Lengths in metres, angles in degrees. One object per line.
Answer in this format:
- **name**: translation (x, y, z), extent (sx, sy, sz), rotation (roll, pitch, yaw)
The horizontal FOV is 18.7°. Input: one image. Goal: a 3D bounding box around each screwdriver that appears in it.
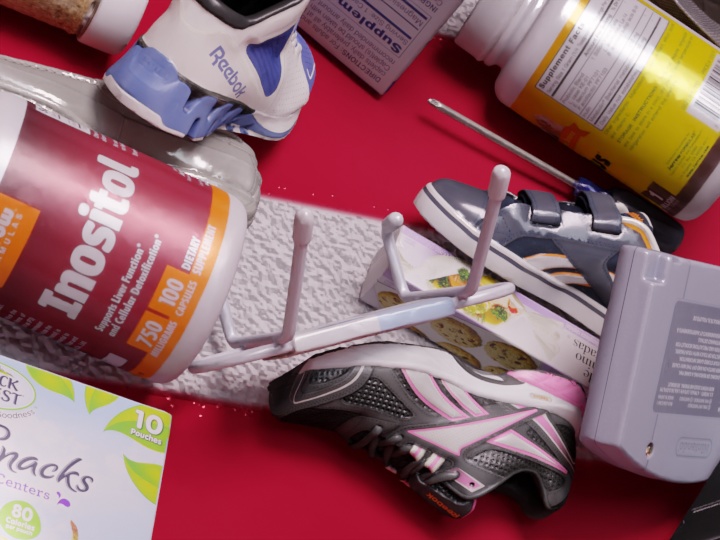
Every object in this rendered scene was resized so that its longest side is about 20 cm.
- **screwdriver**: translation (0.128, -0.066, 1.444), extent (0.199, 0.028, 0.029), rotation (30, 20, -10)

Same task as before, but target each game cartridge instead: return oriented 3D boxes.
- **game cartridge**: translation (0.196, 0.060, 1.322), extent (0.199, 0.040, 0.135), rotation (11, 88, -56)

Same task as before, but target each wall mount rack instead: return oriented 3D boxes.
- **wall mount rack**: translation (0.000, 0.000, 1.201), extent (0.198, 0.174, 0.075), rotation (-14, 90, -22)

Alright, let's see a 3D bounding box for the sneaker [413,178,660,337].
- **sneaker**: translation (0.130, -0.018, 1.368), extent (0.199, 0.080, 0.079), rotation (30, 12, -18)

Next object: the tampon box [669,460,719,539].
- **tampon box**: translation (0.307, 0.186, 1.287), extent (0.200, 0.149, 0.126), rotation (51, 50, -10)

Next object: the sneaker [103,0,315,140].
- **sneaker**: translation (-0.060, -0.141, 1.273), extent (0.080, 0.115, 0.199), rotation (41, 19, 10)

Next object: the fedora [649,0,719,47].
- **fedora**: translation (0.232, -0.199, 1.543), extent (0.199, 0.090, 0.178), rotation (-28, 80, -48)

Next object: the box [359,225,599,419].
- **box**: translation (0.095, 0.042, 1.347), extent (0.199, 0.041, 0.039), rotation (31, 52, -12)

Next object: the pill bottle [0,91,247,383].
- **pill bottle**: translation (-0.171, -0.026, 1.185), extent (0.199, 0.113, 0.114), rotation (24, 52, -15)

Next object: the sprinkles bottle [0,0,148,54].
- **sprinkles bottle**: translation (-0.221, -0.194, 1.288), extent (0.199, 0.068, 0.069), rotation (22, 53, -17)

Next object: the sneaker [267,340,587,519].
- **sneaker**: translation (0.044, 0.097, 1.263), extent (0.198, 0.080, 0.087), rotation (9, 69, -19)

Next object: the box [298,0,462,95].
- **box**: translation (0.010, -0.246, 1.369), extent (0.184, 0.200, 0.105), rotation (39, 48, -3)

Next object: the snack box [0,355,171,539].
- **snack box**: translation (-0.205, 0.112, 1.119), extent (0.199, 0.053, 0.143), rotation (20, 52, -19)

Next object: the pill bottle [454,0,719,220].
- **pill bottle**: translation (0.164, -0.128, 1.442), extent (0.199, 0.109, 0.110), rotation (34, 50, -1)

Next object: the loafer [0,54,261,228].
- **loafer**: translation (-0.148, -0.079, 1.265), extent (0.199, 0.070, 0.070), rotation (25, 46, -25)
